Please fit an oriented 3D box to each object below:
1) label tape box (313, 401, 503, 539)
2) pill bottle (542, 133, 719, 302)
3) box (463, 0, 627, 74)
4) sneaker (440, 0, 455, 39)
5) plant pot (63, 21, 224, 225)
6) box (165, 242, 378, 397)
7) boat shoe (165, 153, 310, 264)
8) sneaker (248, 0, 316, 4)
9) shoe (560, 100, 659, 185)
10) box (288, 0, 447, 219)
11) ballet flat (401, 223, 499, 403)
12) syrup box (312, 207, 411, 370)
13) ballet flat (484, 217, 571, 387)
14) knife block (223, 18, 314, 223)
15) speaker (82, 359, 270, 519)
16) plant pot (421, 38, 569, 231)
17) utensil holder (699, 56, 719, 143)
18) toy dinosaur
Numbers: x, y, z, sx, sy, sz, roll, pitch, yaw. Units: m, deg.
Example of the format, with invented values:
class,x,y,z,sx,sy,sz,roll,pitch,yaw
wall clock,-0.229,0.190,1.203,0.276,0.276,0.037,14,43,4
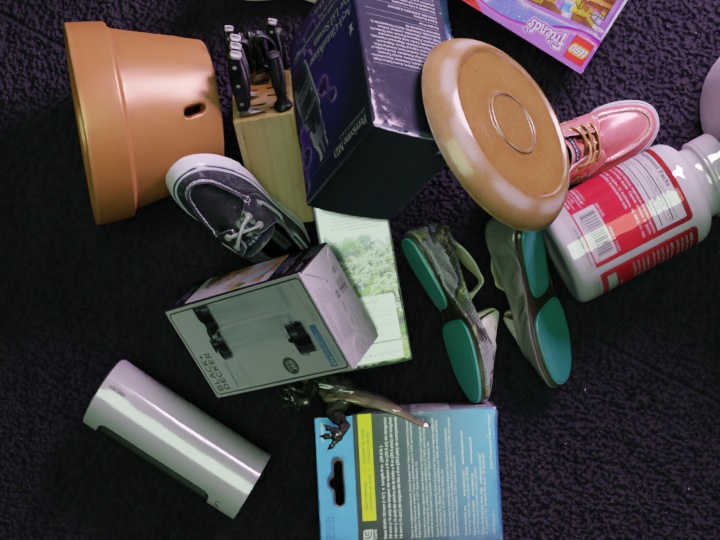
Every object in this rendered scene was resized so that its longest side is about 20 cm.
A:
class,x,y,z,sx,sy,sz,roll,pitch,yaw
label tape box,0.052,0.220,1.182,0.196,0.063,0.147,-3,91,1
pill bottle,0.293,-0.060,1.142,0.197,0.112,0.114,-27,92,2
box,0.184,-0.312,1.122,0.198,0.039,0.138,26,108,-21
sneaker,0.078,-0.229,1.167,0.087,0.078,0.204,6,93,-16
plant pot,-0.220,-0.157,1.118,0.137,0.200,0.204,-9,92,-15
box,-0.093,0.055,1.115,0.198,0.060,0.118,-14,114,38
boat shoe,-0.116,-0.047,1.114,0.071,0.200,0.068,-39,47,12
sneaker,-0.053,-0.322,1.135,0.196,0.115,0.077,-4,92,1
shoe,0.231,-0.126,1.151,0.197,0.091,0.073,-22,92,2
box,0.011,-0.176,1.065,0.103,0.148,0.203,7,59,-28
ballet flat,0.113,0.040,1.176,0.071,0.072,0.203,-23,93,2
syrup box,0.000,0.000,1.165,0.077,0.081,0.204,-10,90,0
ballet flat,0.179,0.031,1.173,0.063,0.067,0.203,3,118,42
knife block,-0.095,-0.147,1.114,0.063,0.176,0.204,-7,93,2
speaker,-0.196,0.182,1.177,0.198,0.081,0.082,33,93,-1
plant pot,0.136,-0.134,1.023,0.027,0.199,0.202,-30,93,40
utensil holder,0.446,-0.175,1.091,0.166,0.200,0.174,0,93,2
toy dinosaur,-0.031,0.135,1.139,0.198,0.088,0.048,24,127,25
